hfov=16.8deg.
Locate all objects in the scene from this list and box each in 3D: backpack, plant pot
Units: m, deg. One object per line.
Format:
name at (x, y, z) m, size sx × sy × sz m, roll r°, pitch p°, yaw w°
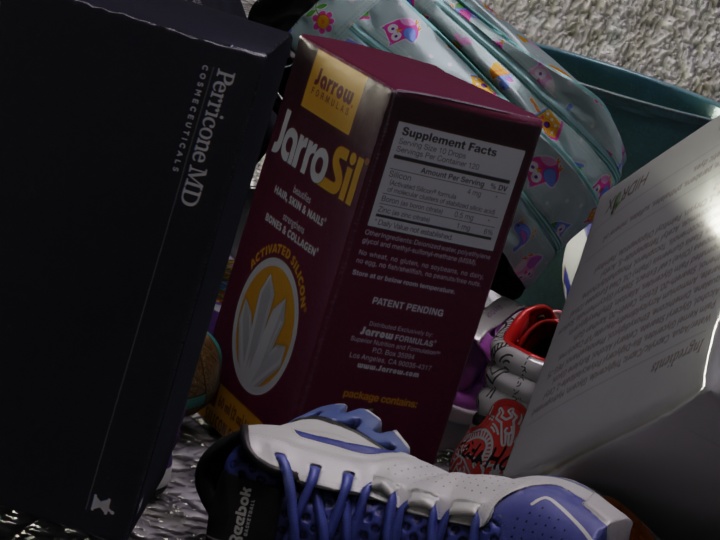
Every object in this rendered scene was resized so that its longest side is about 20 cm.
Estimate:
backpack at (0.045, -0.081, 1.335) m, size 0.200 × 0.127 × 0.167 m, roll 42°, pitch 1°, yaw 28°
plant pot at (0.125, -0.030, 1.529) m, size 0.199 × 0.197 × 0.200 m, roll 17°, pitch 10°, yaw -3°

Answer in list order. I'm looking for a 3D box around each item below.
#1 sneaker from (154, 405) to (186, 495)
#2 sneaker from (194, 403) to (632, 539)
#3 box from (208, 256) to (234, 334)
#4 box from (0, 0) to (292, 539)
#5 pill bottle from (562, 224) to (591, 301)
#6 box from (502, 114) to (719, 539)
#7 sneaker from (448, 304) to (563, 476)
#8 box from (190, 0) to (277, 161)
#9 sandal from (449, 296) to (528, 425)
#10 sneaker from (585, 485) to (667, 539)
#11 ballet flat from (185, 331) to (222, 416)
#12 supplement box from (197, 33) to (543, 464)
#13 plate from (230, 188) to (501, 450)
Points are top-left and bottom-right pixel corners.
sneaker at (-0.160, 0.025, 1.105) m, size 0.199 × 0.088 × 0.076 m, roll 21°, pitch 12°, yaw 21°
sneaker at (0.002, 0.110, 0.994) m, size 0.199 × 0.081 × 0.115 m, roll 18°, pitch 12°, yaw 42°
box at (-0.057, 0.023, 1.402) m, size 0.137 × 0.039 × 0.200 m, roll 26°, pitch 14°, yaw 36°
box at (-0.143, -0.021, 0.954) m, size 0.181 × 0.201 × 0.104 m, roll 18°, pitch 11°, yaw 2°
pill bottle at (0.176, 0.027, 1.336) m, size 0.119 × 0.120 × 0.200 m, roll 16°, pitch 17°, yaw -5°
box at (0.205, 0.049, 1.066) m, size 0.199 × 0.172 × 0.200 m, roll 28°, pitch -25°, yaw -12°
sneaker at (0.106, 0.073, 1.224) m, size 0.067 × 0.108 × 0.201 m, roll 21°, pitch 11°, yaw 21°
box at (-0.159, -0.086, 1.357) m, size 0.199 × 0.124 × 0.198 m, roll -18°, pitch 9°, yaw 7°
sandal at (0.082, 0.046, 1.310) m, size 0.202 × 0.050 × 0.083 m, roll 23°, pitch 45°, yaw -45°
sneaker at (0.133, 0.149, 1.040) m, size 0.199 × 0.076 × 0.092 m, roll 16°, pitch -15°, yaw 25°
ballet flat at (-0.165, 0.028, 1.193) m, size 0.199 × 0.068 × 0.072 m, roll 25°, pitch 32°, yaw 17°
supplement box at (0.000, 0.000, 1.177) m, size 0.085 × 0.201 × 0.110 m, roll 10°, pitch 13°, yaw -30°
plate at (0.024, 0.017, 1.379) m, size 0.200 × 0.032 × 0.199 m, roll 49°, pitch 27°, yaw 24°
